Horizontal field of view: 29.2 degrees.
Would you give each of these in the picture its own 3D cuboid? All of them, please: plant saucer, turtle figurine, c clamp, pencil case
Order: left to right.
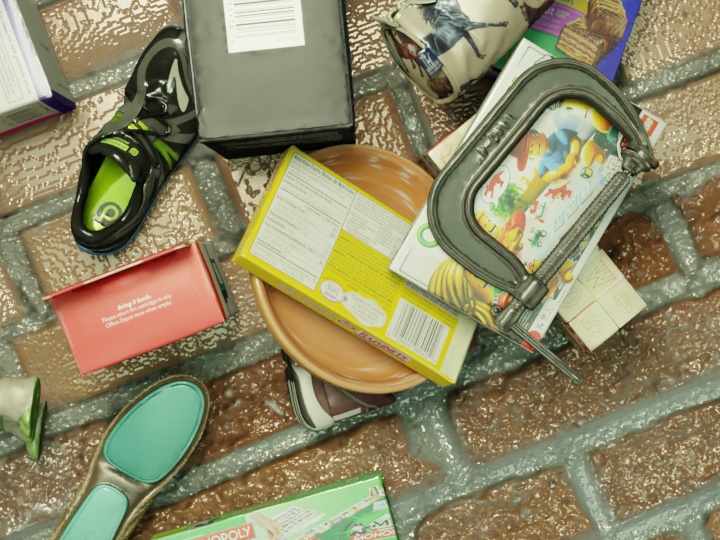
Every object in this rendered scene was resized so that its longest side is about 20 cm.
[{"bbox_3d":[-0.356,0.135,1.095,0.194,0.200,0.144,5,125,-5],"label":"turtle figurine"},{"bbox_3d":[0.000,0.000,1.094,0.200,0.037,0.200,7,75,-27],"label":"plant saucer"},{"bbox_3d":[0.104,-0.219,1.019,0.200,0.078,0.089,-46,136,-4],"label":"pencil case"},{"bbox_3d":[0.143,-0.046,1.008,0.171,0.027,0.200,34,92,3],"label":"c clamp"}]

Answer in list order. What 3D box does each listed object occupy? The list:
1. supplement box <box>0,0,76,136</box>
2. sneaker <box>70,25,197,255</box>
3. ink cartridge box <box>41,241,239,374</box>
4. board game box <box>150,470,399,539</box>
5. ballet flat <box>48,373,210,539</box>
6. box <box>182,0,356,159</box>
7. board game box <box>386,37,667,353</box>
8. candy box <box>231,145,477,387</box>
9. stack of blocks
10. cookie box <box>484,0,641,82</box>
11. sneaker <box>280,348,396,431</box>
[{"bbox_3d":[-0.348,-0.146,1.109,0.200,0.101,0.103,-21,91,-1],"label":"supplement box"},{"bbox_3d":[-0.178,-0.103,1.121,0.071,0.083,0.200,26,90,-1],"label":"sneaker"},{"bbox_3d":[-0.164,0.027,1.064,0.116,0.200,0.067,-21,91,0],"label":"ink cartridge box"},{"bbox_3d":[-0.061,0.259,1.155,0.200,0.029,0.135,-15,90,0],"label":"board game box"},{"bbox_3d":[-0.192,0.168,1.134,0.070,0.065,0.200,37,87,-2],"label":"ballet flat"},{"bbox_3d":[-0.068,-0.193,1.063,0.117,0.200,0.197,-5,91,0],"label":"box"},{"bbox_3d":[0.124,-0.056,1.035,0.126,0.035,0.200,30,91,-2],"label":"board game box"},{"bbox_3d":[0.006,-0.001,1.061,0.200,0.026,0.102,32,62,-18],"label":"candy box"},{"bbox_3d":[0.134,-0.033,1.111,0.059,0.115,0.200,-39,92,0],"label":"stack of blocks"},{"bbox_3d":[0.144,-0.250,1.109,0.171,0.075,0.200,19,91,-17],"label":"cookie box"},{"bbox_3d":[-0.014,0.025,1.140,0.115,0.076,0.200,-11,95,-12],"label":"sneaker"}]
